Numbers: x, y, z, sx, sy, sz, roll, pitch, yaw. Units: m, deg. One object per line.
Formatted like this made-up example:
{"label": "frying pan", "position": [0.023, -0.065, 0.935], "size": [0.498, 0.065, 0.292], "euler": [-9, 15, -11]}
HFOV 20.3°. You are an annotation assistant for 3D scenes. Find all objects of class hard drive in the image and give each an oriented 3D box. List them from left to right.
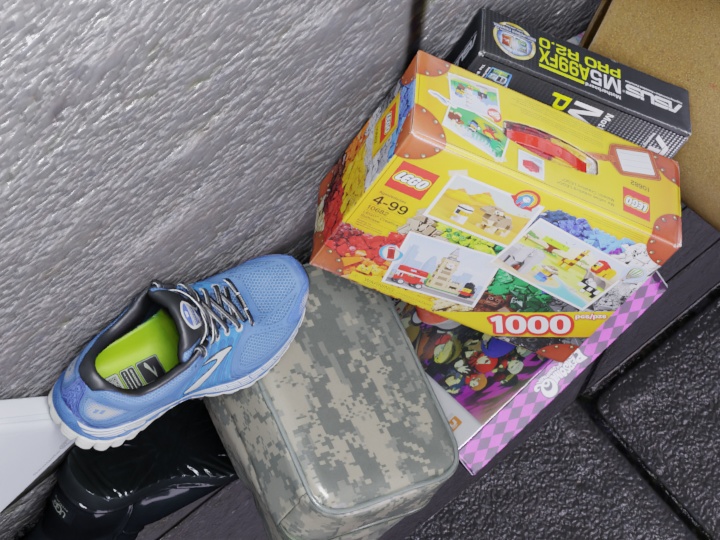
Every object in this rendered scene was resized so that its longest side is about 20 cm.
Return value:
{"label": "hard drive", "position": [-0.260, 0.132, 1.287], "size": [0.132, 0.027, 0.200], "euler": [-43, 168, 12]}

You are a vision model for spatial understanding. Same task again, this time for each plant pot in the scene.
{"label": "plant pot", "position": [0.252, -0.128, 1.423], "size": [0.187, 0.199, 0.186], "euler": [-62, -178, 3]}

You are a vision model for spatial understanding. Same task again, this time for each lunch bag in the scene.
{"label": "lunch bag", "position": [-0.038, 0.110, 1.469], "size": [0.138, 0.201, 0.168], "euler": [-15, 158, -30]}

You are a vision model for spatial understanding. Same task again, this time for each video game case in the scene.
{"label": "video game case", "position": [0.105, 0.036, 1.513], "size": [0.200, 0.181, 0.036], "euler": [-43, 127, -4]}

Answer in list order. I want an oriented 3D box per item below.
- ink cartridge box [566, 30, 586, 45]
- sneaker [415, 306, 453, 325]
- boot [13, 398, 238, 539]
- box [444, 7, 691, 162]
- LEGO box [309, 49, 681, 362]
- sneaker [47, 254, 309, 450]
{"label": "ink cartridge box", "position": [0.182, -0.115, 1.520], "size": [0.199, 0.117, 0.067], "euler": [-30, 166, -39]}
{"label": "sneaker", "position": [0.077, -0.049, 1.515], "size": [0.077, 0.082, 0.201], "euler": [-19, -150, 30]}
{"label": "boot", "position": [-0.187, 0.189, 1.577], "size": [0.199, 0.077, 0.168], "euler": [-15, 150, -47]}
{"label": "box", "position": [0.107, -0.074, 1.377], "size": [0.200, 0.159, 0.045], "euler": [-52, -156, 45]}
{"label": "LEGO box", "position": [0.088, -0.038, 1.327], "size": [0.149, 0.199, 0.078], "euler": [-51, -155, 45]}
{"label": "sneaker", "position": [-0.108, 0.044, 1.315], "size": [0.199, 0.079, 0.089], "euler": [-32, 168, -31]}
